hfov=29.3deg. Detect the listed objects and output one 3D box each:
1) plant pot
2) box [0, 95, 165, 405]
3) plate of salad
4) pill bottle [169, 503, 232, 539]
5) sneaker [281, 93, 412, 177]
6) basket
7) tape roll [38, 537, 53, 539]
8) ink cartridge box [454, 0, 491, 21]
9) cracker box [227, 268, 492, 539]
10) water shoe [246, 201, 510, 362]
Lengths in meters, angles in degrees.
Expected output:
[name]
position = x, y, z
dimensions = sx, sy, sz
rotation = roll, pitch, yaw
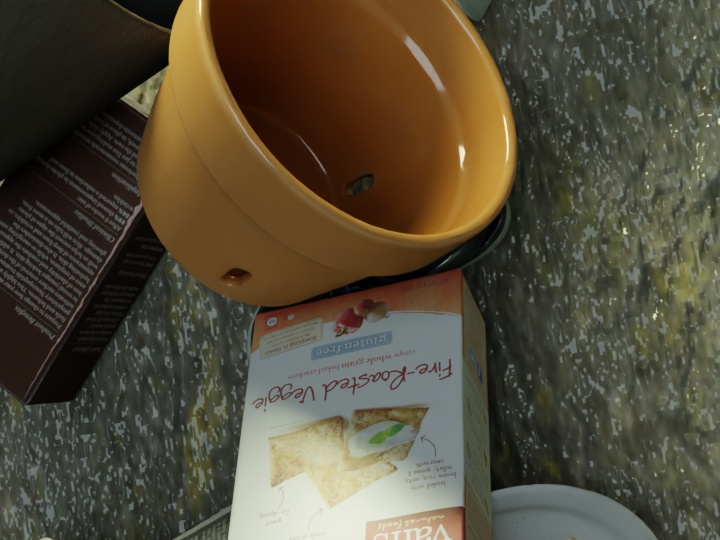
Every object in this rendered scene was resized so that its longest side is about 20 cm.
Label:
[plant pot]
position = -0.033, -0.072, 0.756
dimensions = 0.140, 0.199, 0.201
rotation = -38, 75, 45
[box]
position = -0.192, -0.020, 0.918
dimensions = 0.100, 0.075, 0.201
rotation = 35, 95, 15
[plate of salad]
position = 0.091, 0.215, 0.786
dimensions = 0.198, 0.048, 0.202
rotation = -5, 114, -11
[pill bottle]
position = -0.043, 0.188, 0.838
dimensions = 0.199, 0.116, 0.117
rotation = -31, 79, 12
[sneaker]
position = -0.010, -0.099, 0.877
dimensions = 0.198, 0.079, 0.067
rotation = 2, 117, 19
[basket]
position = -0.202, -0.139, 0.817
dimensions = 0.199, 0.180, 0.137
rotation = -34, 71, 27
[tape roll]
position = -0.166, 0.260, 0.839
dimensions = 0.037, 0.203, 0.204
rotation = -24, 77, -27
[ink cartridge box]
position = 0.018, -0.272, 0.864
dimensions = 0.199, 0.084, 0.147
rotation = 31, 95, 16
[cracker box]
position = 0.002, 0.101, 0.761
dimensions = 0.133, 0.058, 0.201
rotation = -13, 45, 16
[water shoe]
position = 0.000, 0.000, 0.857
dimensions = 0.199, 0.079, 0.072
rotation = -37, 77, 11
